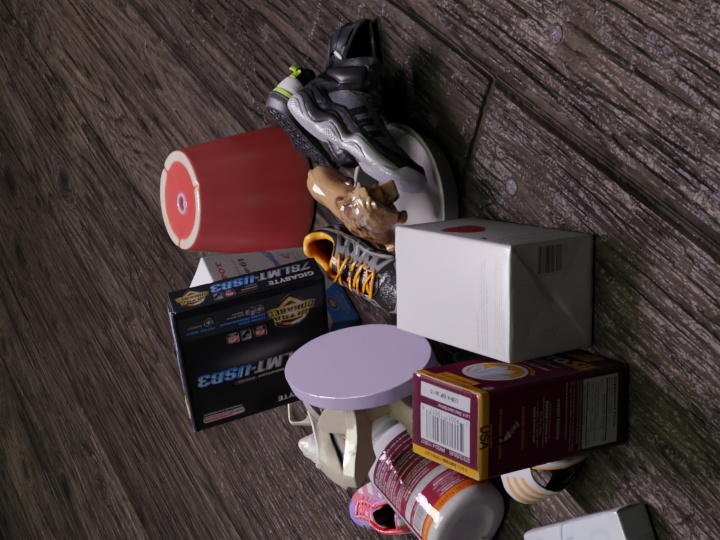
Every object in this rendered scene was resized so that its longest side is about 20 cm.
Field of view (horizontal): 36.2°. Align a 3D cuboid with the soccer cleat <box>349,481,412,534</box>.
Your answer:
[{"bbox_3d":[0.028,0.320,1.467,0.199,0.075,0.068,-15,84,57],"label":"soccer cleat"}]

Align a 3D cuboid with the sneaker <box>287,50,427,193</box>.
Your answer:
[{"bbox_3d":[0.016,-0.184,1.312,0.199,0.076,0.115,35,86,15],"label":"sneaker"}]

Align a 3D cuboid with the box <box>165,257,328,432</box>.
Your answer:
[{"bbox_3d":[-0.137,0.096,1.411,0.050,0.197,0.201,-123,24,-51],"label":"box"}]

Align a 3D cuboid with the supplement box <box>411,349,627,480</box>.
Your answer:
[{"bbox_3d":[0.161,0.138,1.107,0.110,0.197,0.087,13,107,55],"label":"supplement box"}]

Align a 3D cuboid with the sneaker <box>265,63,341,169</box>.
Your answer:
[{"bbox_3d":[-0.055,-0.202,1.454,0.071,0.200,0.084,29,81,24],"label":"sneaker"}]

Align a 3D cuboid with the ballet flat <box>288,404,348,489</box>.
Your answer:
[{"bbox_3d":[-0.068,0.229,1.605,0.069,0.068,0.203,-46,55,51],"label":"ballet flat"}]

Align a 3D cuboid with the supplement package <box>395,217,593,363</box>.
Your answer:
[{"bbox_3d":[0.140,0.014,1.190,0.199,0.120,0.122,13,107,55],"label":"supplement package"}]

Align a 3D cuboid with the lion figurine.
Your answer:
[{"bbox_3d":[-0.016,-0.086,1.330,0.199,0.122,0.073,24,88,43],"label":"lion figurine"}]

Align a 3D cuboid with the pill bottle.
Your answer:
[{"bbox_3d":[0.077,0.252,1.346,0.200,0.108,0.111,43,130,45],"label":"pill bottle"}]

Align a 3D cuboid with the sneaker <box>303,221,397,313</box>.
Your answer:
[{"bbox_3d":[0.000,0.000,1.380,0.199,0.076,0.080,35,123,48],"label":"sneaker"}]

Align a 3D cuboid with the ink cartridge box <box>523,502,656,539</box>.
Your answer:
[{"bbox_3d":[0.257,0.356,1.141,0.160,0.047,0.203,-35,65,54],"label":"ink cartridge box"}]

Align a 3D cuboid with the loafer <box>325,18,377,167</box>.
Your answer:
[{"bbox_3d":[-0.009,-0.229,1.394,0.070,0.067,0.204,-29,53,47],"label":"loafer"}]

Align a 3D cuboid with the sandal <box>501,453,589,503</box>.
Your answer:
[{"bbox_3d":[0.186,0.223,1.209,0.206,0.078,0.060,-23,78,65],"label":"sandal"}]

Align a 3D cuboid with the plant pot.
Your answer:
[{"bbox_3d":[-0.190,-0.110,1.633,0.199,0.175,0.204,19,112,54],"label":"plant pot"}]

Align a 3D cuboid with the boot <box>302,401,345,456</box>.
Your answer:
[{"bbox_3d":[-0.006,0.155,1.501,0.204,0.073,0.156,49,130,41],"label":"boot"}]

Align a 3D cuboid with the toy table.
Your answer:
[{"bbox_3d":[0.013,0.151,1.307,0.198,0.184,0.118,8,133,43],"label":"toy table"}]

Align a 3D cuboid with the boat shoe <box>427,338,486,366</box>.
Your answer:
[{"bbox_3d":[0.138,0.124,1.285,0.068,0.072,0.200,-48,38,3],"label":"boat shoe"}]

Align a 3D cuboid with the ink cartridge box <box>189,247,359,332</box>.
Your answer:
[{"bbox_3d":[-0.123,0.052,1.538,0.146,0.197,0.085,59,141,31],"label":"ink cartridge box"}]

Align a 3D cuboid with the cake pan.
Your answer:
[{"bbox_3d":[0.057,-0.083,1.377,0.199,0.036,0.204,18,111,55],"label":"cake pan"}]
